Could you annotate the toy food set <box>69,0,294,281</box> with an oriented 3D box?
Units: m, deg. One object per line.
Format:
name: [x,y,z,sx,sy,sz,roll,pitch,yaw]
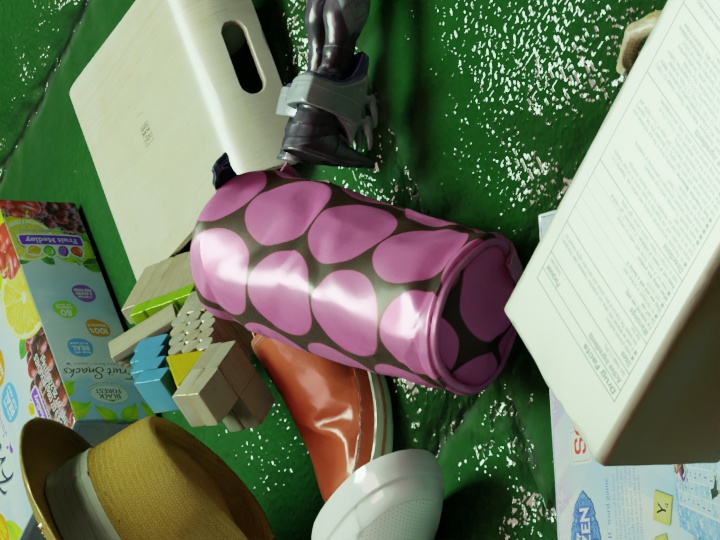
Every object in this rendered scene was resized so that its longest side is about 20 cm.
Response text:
toy food set: [-0.106,-0.087,1.701,0.200,0.060,0.144,-44,62,53]

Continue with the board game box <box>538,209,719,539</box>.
board game box: [0.157,0.057,1.249,0.199,0.041,0.202,-14,76,58]

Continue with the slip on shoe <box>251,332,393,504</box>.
slip on shoe: [-0.031,0.048,1.553,0.074,0.061,0.201,-43,55,49]

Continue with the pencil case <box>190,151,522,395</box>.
pencil case: [0.000,0.000,1.448,0.199,0.094,0.091,20,144,42]

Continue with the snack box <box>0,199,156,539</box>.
snack box: [-0.219,0.081,1.866,0.169,0.067,0.201,-60,40,39]

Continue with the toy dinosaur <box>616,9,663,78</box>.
toy dinosaur: [0.162,-0.125,1.253,0.200,0.058,0.102,35,104,46]

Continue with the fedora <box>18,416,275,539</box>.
fedora: [-0.104,0.147,1.540,0.082,0.200,0.201,-38,48,10]

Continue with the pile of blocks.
pile of blocks: [-0.096,0.056,1.612,0.062,0.082,0.200,57,-173,-23]

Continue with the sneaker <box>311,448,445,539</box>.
sneaker: [0.016,0.192,1.467,0.201,0.073,0.116,111,144,-46]

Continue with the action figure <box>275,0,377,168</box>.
action figure: [-0.011,-0.158,1.523,0.130,0.069,0.202,-170,86,-66]

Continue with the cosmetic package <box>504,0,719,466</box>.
cosmetic package: [0.146,-0.023,1.162,0.201,0.071,0.105,-63,40,34]
